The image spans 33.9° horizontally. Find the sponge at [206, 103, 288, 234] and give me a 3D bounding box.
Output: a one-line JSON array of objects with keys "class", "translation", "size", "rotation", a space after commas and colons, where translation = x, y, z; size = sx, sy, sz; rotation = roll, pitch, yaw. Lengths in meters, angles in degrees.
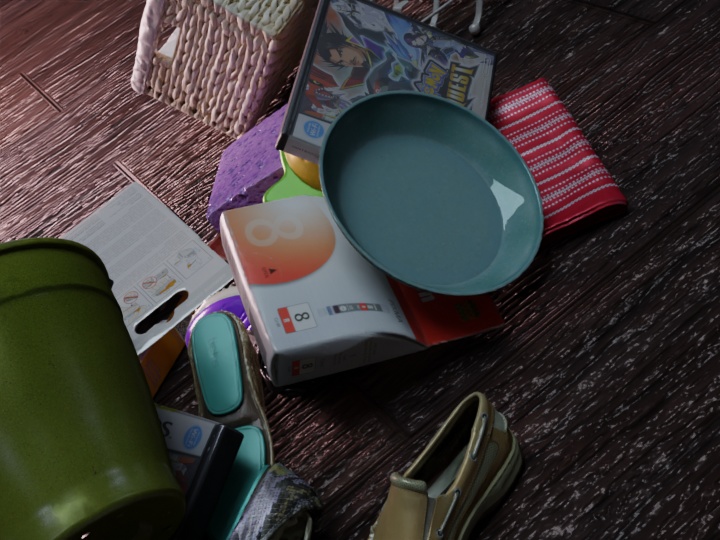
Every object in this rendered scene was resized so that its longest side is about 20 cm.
[{"class": "sponge", "translation": [-0.106, -0.114, 1.257], "size": [0.111, 0.030, 0.201], "rotation": [-33, 22, 13]}]

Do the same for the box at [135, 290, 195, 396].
[{"class": "box", "translation": [-0.228, 0.069, 1.150], "size": [0.118, 0.042, 0.201], "rotation": [-5, 39, 31]}]

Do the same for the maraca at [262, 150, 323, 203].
[{"class": "maraca", "translation": [-0.016, -0.114, 1.116], "size": [0.135, 0.107, 0.202], "rotation": [12, 66, 19]}]

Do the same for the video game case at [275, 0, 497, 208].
[{"class": "video game case", "translation": [0.030, -0.156, 1.068], "size": [0.178, 0.026, 0.202], "rotation": [20, 53, -9]}]

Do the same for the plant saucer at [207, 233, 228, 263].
[{"class": "plant saucer", "translation": [-0.027, -0.053, 1.167], "size": [0.199, 0.037, 0.200], "rotation": [17, 55, 45]}]

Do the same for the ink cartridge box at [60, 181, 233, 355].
[{"class": "ink cartridge box", "translation": [-0.227, 0.014, 1.167], "size": [0.162, 0.050, 0.200], "rotation": [-39, 53, -16]}]

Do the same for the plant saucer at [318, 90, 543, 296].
[{"class": "plant saucer", "translation": [0.055, -0.058, 0.974], "size": [0.201, 0.198, 0.036], "rotation": [-59, 1, -37]}]

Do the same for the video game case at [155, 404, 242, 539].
[{"class": "video game case", "translation": [-0.193, 0.197, 0.902], "size": [0.179, 0.025, 0.202], "rotation": [8, 70, 41]}]

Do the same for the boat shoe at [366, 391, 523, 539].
[{"class": "boat shoe", "translation": [0.037, 0.167, 0.803], "size": [0.071, 0.077, 0.201], "rotation": [6, 47, 39]}]

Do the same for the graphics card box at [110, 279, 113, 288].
[{"class": "graphics card box", "translation": [-0.282, 0.102, 1.010], "size": [0.125, 0.050, 0.202], "rotation": [-36, 31, 54]}]

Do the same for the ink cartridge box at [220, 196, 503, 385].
[{"class": "ink cartridge box", "translation": [0.000, 0.000, 0.968], "size": [0.197, 0.051, 0.163], "rotation": [-15, 49, -12]}]

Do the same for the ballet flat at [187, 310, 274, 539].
[{"class": "ballet flat", "translation": [-0.097, 0.131, 0.944], "size": [0.070, 0.065, 0.203], "rotation": [-12, 63, 12]}]

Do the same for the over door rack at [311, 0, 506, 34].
[{"class": "over door rack", "translation": [0.062, -0.302, 1.380], "size": [0.147, 0.068, 0.199], "rotation": [11, 30, 43]}]

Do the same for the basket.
[{"class": "basket", "translation": [-0.148, -0.300, 1.397], "size": [0.159, 0.199, 0.201], "rotation": [28, 50, 0]}]

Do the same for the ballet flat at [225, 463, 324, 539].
[{"class": "ballet flat", "translation": [-0.085, 0.230, 0.820], "size": [0.071, 0.072, 0.201], "rotation": [8, 55, 41]}]

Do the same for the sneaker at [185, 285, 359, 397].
[{"class": "sneaker", "translation": [-0.075, 0.065, 1.020], "size": [0.198, 0.070, 0.100], "rotation": [-11, 40, 25]}]

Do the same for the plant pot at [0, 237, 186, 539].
[{"class": "plant pot", "translation": [-0.220, 0.118, 0.811], "size": [0.199, 0.201, 0.194], "rotation": [-33, 65, -8]}]

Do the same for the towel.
[{"class": "towel", "translation": [0.141, -0.093, 1.074], "size": [0.143, 0.023, 0.201], "rotation": [-22, 45, 1]}]
